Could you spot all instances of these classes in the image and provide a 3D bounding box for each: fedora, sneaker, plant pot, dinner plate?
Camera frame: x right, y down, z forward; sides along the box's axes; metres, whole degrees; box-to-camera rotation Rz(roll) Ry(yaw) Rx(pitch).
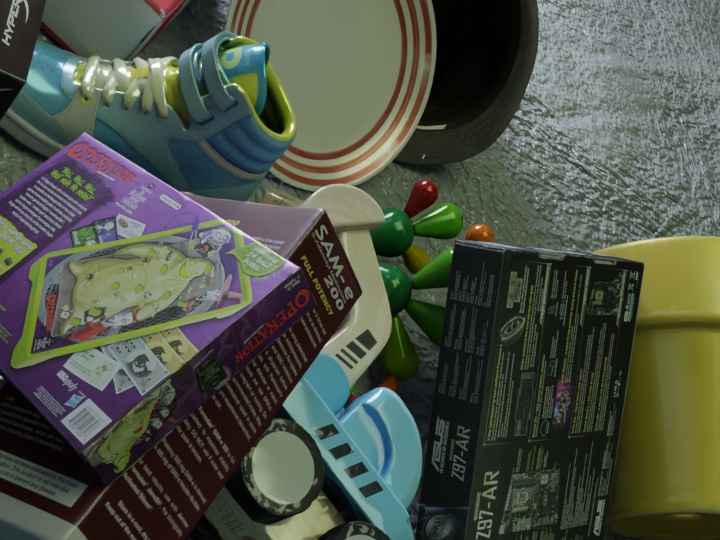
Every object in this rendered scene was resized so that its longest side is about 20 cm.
[{"bbox_3d":[0.056,-0.199,0.914,0.174,0.203,0.091,-6,28,-13],"label":"fedora"},{"bbox_3d":[-0.126,-0.113,0.666,0.198,0.130,0.081,25,46,-29],"label":"sneaker"},{"bbox_3d":[0.242,0.099,0.837,0.199,0.200,0.192,19,63,-34],"label":"plant pot"},{"bbox_3d":[-0.022,-0.160,0.813,0.198,0.024,0.204,-12,110,-36],"label":"dinner plate"}]

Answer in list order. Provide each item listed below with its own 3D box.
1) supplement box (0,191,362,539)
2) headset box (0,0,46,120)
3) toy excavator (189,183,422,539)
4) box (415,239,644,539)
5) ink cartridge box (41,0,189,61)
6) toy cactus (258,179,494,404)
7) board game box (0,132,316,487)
[{"bbox_3d":[-0.097,0.052,0.525,0.201,0.108,0.061,-53,135,-31],"label":"supplement box"},{"bbox_3d":[-0.268,-0.110,0.504,0.198,0.149,0.078,26,43,-28],"label":"headset box"},{"bbox_3d":[-0.018,0.073,0.618,0.195,0.100,0.200,53,50,-1],"label":"toy excavator"},{"bbox_3d":[0.116,0.087,0.732,0.159,0.043,0.204,3,96,-43],"label":"box"},{"bbox_3d":[-0.168,-0.246,0.766,0.147,0.085,0.201,43,37,-14],"label":"ink cartridge box"},{"bbox_3d":[0.000,0.000,0.737,0.164,0.103,0.201,33,61,4],"label":"toy cactus"},{"bbox_3d":[-0.125,0.006,0.516,0.120,0.199,0.033,-43,134,-17],"label":"board game box"}]
